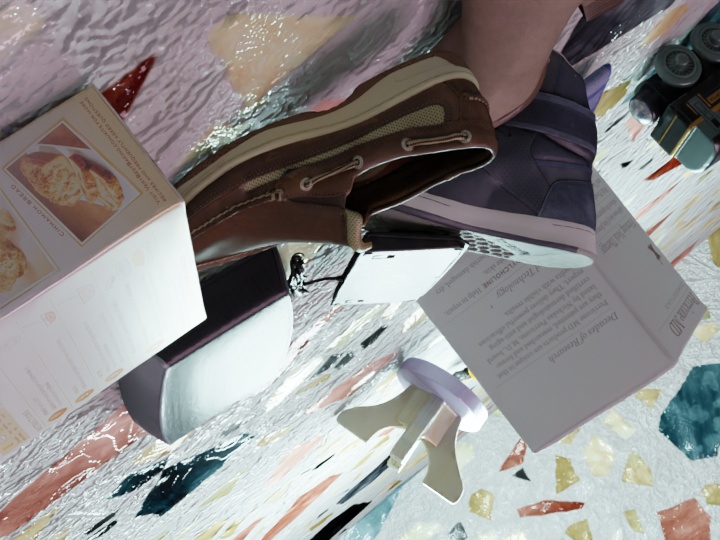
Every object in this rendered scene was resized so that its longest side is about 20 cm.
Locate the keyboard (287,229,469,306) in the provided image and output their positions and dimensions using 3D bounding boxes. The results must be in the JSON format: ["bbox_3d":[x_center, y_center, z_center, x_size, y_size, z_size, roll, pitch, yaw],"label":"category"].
[{"bbox_3d":[0.000,0.000,0.868,0.127,0.021,0.200,-3,168,-8],"label":"keyboard"}]

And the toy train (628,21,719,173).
[{"bbox_3d":[0.354,-0.181,1.147,0.200,0.114,0.085,-34,165,-22],"label":"toy train"}]

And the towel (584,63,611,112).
[{"bbox_3d":[0.125,-0.093,1.025,0.200,0.024,0.147,-36,165,-16],"label":"towel"}]

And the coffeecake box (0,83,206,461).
[{"bbox_3d":[-0.176,0.028,0.542,0.200,0.073,0.154,-36,165,-16],"label":"coffeecake box"}]

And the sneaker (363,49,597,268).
[{"bbox_3d":[0.073,-0.090,0.818,0.202,0.147,0.077,10,169,-19],"label":"sneaker"}]

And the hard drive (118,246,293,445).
[{"bbox_3d":[-0.109,0.062,0.863,0.135,0.042,0.200,-32,164,-20],"label":"hard drive"}]

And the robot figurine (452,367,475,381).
[{"bbox_3d":[0.206,0.121,1.783,0.145,0.058,0.200,-36,164,-9],"label":"robot figurine"}]

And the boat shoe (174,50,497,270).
[{"bbox_3d":[-0.019,-0.044,0.647,0.202,0.075,0.075,-29,155,7],"label":"boat shoe"}]

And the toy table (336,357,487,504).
[{"bbox_3d":[0.075,0.196,1.501,0.117,0.184,0.200,-54,160,-12],"label":"toy table"}]

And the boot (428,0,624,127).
[{"bbox_3d":[0.081,-0.158,0.665,0.200,0.070,0.146,-38,158,5],"label":"boot"}]

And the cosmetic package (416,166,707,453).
[{"bbox_3d":[0.185,0.026,1.107,0.166,0.200,0.167,-40,176,29],"label":"cosmetic package"}]
